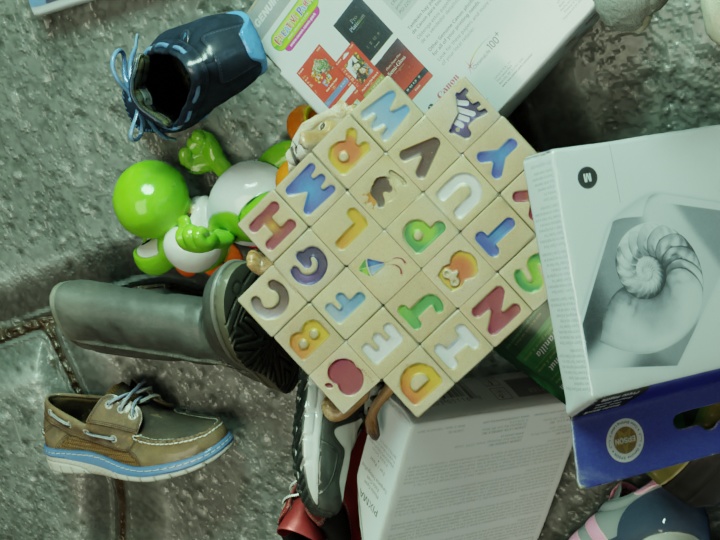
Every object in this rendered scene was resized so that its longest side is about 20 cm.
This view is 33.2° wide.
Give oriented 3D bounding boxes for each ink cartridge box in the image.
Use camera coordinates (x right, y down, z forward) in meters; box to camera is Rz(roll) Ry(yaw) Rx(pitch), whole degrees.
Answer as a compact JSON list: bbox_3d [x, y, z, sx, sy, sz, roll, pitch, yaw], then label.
[{"bbox_3d":[0.206,0.015,0.725,0.041,0.198,0.202,175,84,-71],"label":"ink cartridge box"},{"bbox_3d":[0.068,0.170,0.884,0.047,0.159,0.202,46,131,45],"label":"ink cartridge box"},{"bbox_3d":[0.046,-0.177,0.796,0.176,0.084,0.200,46,122,4],"label":"ink cartridge box"}]

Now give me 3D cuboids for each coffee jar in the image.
[{"bbox_3d":[0.181,0.066,0.816,0.200,0.104,0.086,39,116,7],"label":"coffee jar"}]

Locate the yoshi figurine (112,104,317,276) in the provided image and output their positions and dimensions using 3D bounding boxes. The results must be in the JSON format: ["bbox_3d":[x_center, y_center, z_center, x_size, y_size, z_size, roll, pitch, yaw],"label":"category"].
[{"bbox_3d":[-0.114,-0.058,0.913,0.199,0.112,0.113,-22,83,33],"label":"yoshi figurine"}]

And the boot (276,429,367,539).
[{"bbox_3d":[-0.027,0.122,0.913,0.072,0.144,0.202,-4,106,29],"label":"boot"}]

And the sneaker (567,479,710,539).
[{"bbox_3d":[0.188,0.206,0.899,0.070,0.083,0.200,25,143,-19],"label":"sneaker"}]

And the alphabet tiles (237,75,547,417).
[{"bbox_3d":[0.026,-0.013,0.744,0.200,0.006,0.167,-43,91,12],"label":"alphabet tiles"}]

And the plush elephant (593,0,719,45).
[{"bbox_3d":[0.249,-0.163,0.677,0.164,0.201,0.155,-10,128,41],"label":"plush elephant"}]

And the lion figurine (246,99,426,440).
[{"bbox_3d":[0.000,0.000,0.788,0.122,0.072,0.201,-33,87,25],"label":"lion figurine"}]

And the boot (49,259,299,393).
[{"bbox_3d":[-0.155,0.032,0.949,0.198,0.073,0.182,17,153,21],"label":"boot"}]

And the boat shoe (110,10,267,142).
[{"bbox_3d":[-0.140,-0.141,0.864,0.085,0.068,0.200,62,151,-3],"label":"boat shoe"}]

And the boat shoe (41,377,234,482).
[{"bbox_3d":[-0.201,0.135,1.042,0.198,0.072,0.073,-6,106,27],"label":"boat shoe"}]

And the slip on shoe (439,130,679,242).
[{"bbox_3d":[0.137,-0.041,0.785,0.198,0.076,0.061,-12,132,-7],"label":"slip on shoe"}]

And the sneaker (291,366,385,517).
[{"bbox_3d":[-0.006,0.076,0.864,0.079,0.074,0.202,9,73,-9],"label":"sneaker"}]

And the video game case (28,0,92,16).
[{"bbox_3d":[-0.192,-0.301,0.897,0.198,0.023,0.184,-8,106,26],"label":"video game case"}]
